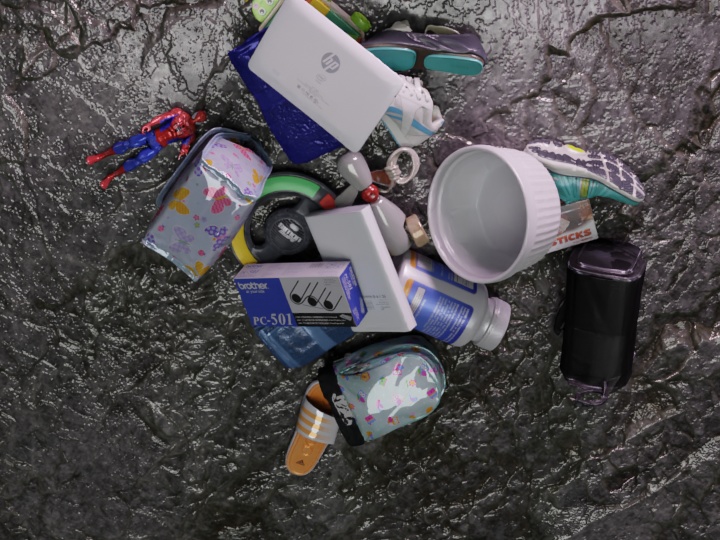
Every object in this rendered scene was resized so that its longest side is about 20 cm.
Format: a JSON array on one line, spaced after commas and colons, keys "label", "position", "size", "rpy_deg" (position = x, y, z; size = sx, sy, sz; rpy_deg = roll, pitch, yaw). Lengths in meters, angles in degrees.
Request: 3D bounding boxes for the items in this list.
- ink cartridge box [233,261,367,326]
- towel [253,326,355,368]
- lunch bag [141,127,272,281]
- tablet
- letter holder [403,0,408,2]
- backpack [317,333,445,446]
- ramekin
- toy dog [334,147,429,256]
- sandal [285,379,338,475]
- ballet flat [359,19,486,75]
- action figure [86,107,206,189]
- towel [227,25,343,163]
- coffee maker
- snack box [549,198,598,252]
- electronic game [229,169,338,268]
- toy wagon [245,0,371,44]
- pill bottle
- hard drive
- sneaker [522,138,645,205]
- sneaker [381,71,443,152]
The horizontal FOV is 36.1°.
[{"label": "ink cartridge box", "position": [-0.093, 0.038, 1.710], "size": [0.197, 0.044, 0.095], "rpy_deg": [-1, 123, 31]}, {"label": "towel", "position": [-0.067, 0.080, 1.810], "size": [0.199, 0.049, 0.112], "rpy_deg": [-33, 113, 16]}, {"label": "lunch bag", "position": [-0.222, -0.109, 1.627], "size": [0.127, 0.200, 0.170], "rpy_deg": [36, 113, -8]}, {"label": "tablet", "position": [-0.050, -0.270, 1.517], "size": [0.199, 0.014, 0.131], "rpy_deg": [38, 120, 1]}, {"label": "letter holder", "position": [0.125, -0.475, 1.489], "size": [0.197, 0.101, 0.144], "rpy_deg": [-19, 114, 10]}, {"label": "backpack", "position": [0.045, 0.194, 1.822], "size": [0.198, 0.127, 0.169], "rpy_deg": [-24, 109, 6]}, {"label": "ramekin", "position": [0.205, -0.088, 1.640], "size": [0.104, 0.200, 0.202], "rpy_deg": [-12, 128, -42]}, {"label": "toy dog", "position": [0.028, -0.100, 1.689], "size": [0.130, 0.096, 0.203], "rpy_deg": [-13, 112, -7]}, {"label": "sandal", "position": [-0.077, 0.286, 1.911], "size": [0.078, 0.059, 0.209], "rpy_deg": [16, 116, -8]}, {"label": "ballet flat", "position": [0.083, -0.322, 1.588], "size": [0.197, 0.073, 0.074], "rpy_deg": [3, 118, -6]}, {"label": "action figure", "position": [-0.319, -0.183, 1.648], "size": [0.198, 0.099, 0.066], "rpy_deg": [-27, 106, 11]}, {"label": "towel", "position": [-0.082, -0.263, 1.589], "size": [0.146, 0.050, 0.201], "rpy_deg": [-21, 116, 19]}, {"label": "coffee maker", "position": [0.381, 0.076, 1.720], "size": [0.132, 0.193, 0.203], "rpy_deg": [-1, 118, 1]}, {"label": "snack box", "position": [0.271, -0.058, 1.746], "size": [0.197, 0.024, 0.073], "rpy_deg": [-16, 116, 9]}, {"label": "electronic game", "position": [-0.113, -0.062, 1.735], "size": [0.197, 0.042, 0.203], "rpy_deg": [1, 115, 3]}, {"label": "toy wagon", "position": [-0.087, -0.340, 1.594], "size": [0.199, 0.040, 0.155], "rpy_deg": [36, 112, -17]}, {"label": "pill bottle", "position": [0.134, 0.053, 1.757], "size": [0.198, 0.113, 0.113], "rpy_deg": [24, 116, -11]}, {"label": "hard drive", "position": [0.000, 0.000, 1.680], "size": [0.131, 0.026, 0.202], "rpy_deg": [-3, 116, 47]}, {"label": "sneaker", "position": [0.336, -0.140, 1.685], "size": [0.197, 0.078, 0.080], "rpy_deg": [18, 129, 1]}, {"label": "sneaker", "position": [0.053, -0.253, 1.592], "size": [0.080, 0.077, 0.200], "rpy_deg": [-31, 147, 12]}]
